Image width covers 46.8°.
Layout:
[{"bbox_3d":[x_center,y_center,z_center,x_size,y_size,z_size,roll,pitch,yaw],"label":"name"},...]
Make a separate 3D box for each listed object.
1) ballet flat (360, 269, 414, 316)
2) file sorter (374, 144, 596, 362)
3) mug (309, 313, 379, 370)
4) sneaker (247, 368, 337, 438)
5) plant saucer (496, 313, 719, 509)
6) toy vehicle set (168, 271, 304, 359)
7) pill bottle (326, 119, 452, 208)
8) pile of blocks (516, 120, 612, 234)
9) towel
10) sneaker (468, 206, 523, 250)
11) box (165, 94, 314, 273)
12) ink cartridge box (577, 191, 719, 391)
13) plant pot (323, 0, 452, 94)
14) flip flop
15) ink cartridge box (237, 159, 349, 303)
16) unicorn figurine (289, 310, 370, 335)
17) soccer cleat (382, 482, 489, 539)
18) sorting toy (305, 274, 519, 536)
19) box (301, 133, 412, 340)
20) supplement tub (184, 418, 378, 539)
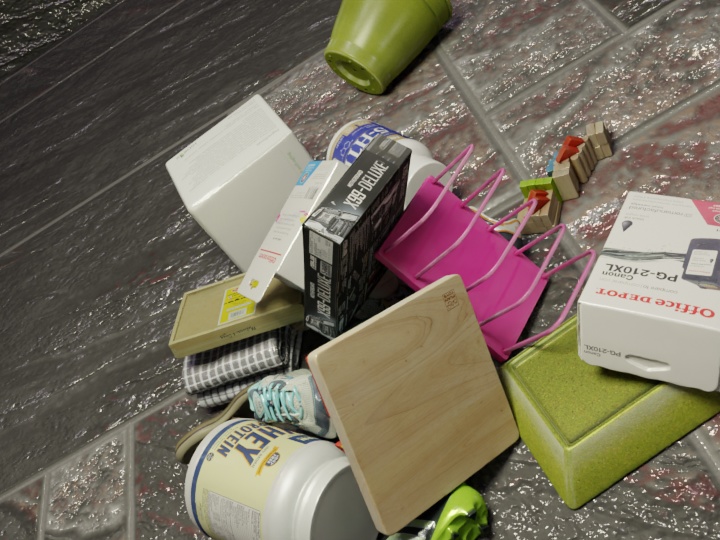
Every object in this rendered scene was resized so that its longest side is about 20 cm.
[{"bbox_3d":[0.000,0.000,1.111,0.072,0.072,0.200,-44,58,-9],"label":"ballet flat"},{"bbox_3d":[0.148,-0.023,0.956,0.139,0.200,0.125,-55,8,-31],"label":"file sorter"},{"bbox_3d":[0.014,0.136,1.008,0.184,0.115,0.153,-28,40,10],"label":"mug"},{"bbox_3d":[-0.082,0.157,0.965,0.085,0.079,0.200,-4,-5,-19],"label":"sneaker"},{"bbox_3d":[0.252,0.119,0.900,0.199,0.048,0.200,-35,39,3],"label":"plant saucer"},{"bbox_3d":[-0.163,0.048,1.156,0.198,0.027,0.125,-18,32,12],"label":"toy vehicle set"},{"bbox_3d":[0.045,-0.148,1.259,0.120,0.120,0.200,-45,40,-10],"label":"pill bottle"},{"bbox_3d":[0.267,-0.139,1.129,0.082,0.062,0.200,22,66,46],"label":"pile of blocks"},{"bbox_3d":[-0.170,0.088,1.216,0.164,0.086,0.201,-21,42,18],"label":"towel"},{"bbox_3d":[0.125,-0.038,1.126,0.198,0.079,0.080,6,59,27],"label":"sneaker"},{"bbox_3d":[-0.164,-0.127,1.330,0.199,0.199,0.172,-37,40,0],"label":"box"},{"bbox_3d":[0.324,0.014,0.867,0.143,0.085,0.200,11,44,29],"label":"ink cartridge box"},{"bbox_3d":[0.033,-0.435,1.510,0.200,0.200,0.194,24,79,47],"label":"plant pot"},{"bbox_3d":[-0.158,0.209,1.103,0.199,0.081,0.058,-34,56,7],"label":"flip flop"},{"bbox_3d":[-0.071,-0.038,1.064,0.201,0.068,0.115,-61,22,-6],"label":"ink cartridge box"},{"bbox_3d":[-0.026,0.028,1.189,0.136,0.074,0.201,-16,28,24],"label":"unicorn figurine"},{"bbox_3d":[0.048,0.299,0.873,0.199,0.068,0.081,-39,29,-11],"label":"soccer cleat"},{"bbox_3d":[0.049,0.136,0.886,0.199,0.201,0.069,-27,10,-31],"label":"sorting toy"},{"bbox_3d":[-0.005,-0.034,0.968,0.049,0.201,0.158,27,58,15],"label":"box"},{"bbox_3d":[-0.087,0.256,0.943,0.199,0.145,0.146,6,55,40],"label":"supplement tub"}]
